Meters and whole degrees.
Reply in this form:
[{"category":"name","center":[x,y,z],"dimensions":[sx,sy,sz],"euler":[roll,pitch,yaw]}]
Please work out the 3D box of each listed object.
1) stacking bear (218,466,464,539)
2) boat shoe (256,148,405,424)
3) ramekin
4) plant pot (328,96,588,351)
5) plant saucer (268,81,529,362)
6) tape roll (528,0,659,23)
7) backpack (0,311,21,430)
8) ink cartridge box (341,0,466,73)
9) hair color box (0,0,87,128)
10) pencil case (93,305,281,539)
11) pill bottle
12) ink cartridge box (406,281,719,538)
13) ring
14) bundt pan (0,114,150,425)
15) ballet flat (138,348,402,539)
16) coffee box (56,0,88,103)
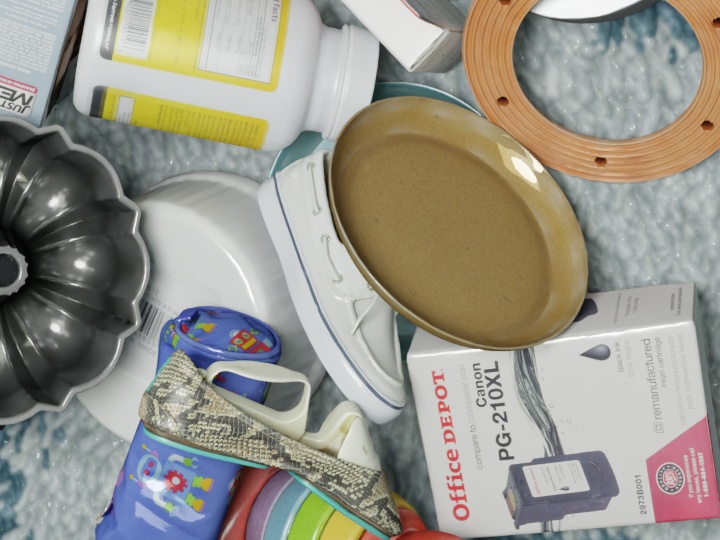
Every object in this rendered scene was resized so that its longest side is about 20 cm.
[{"category":"stacking bear","center":[0.001,0.201,1.271],"dimensions":[0.199,0.121,0.115],"euler":[15,93,40]},{"category":"boat shoe","center":[0.002,0.001,1.242],"dimensions":[0.086,0.074,0.203],"euler":[-34,57,19]},{"category":"ramekin","center":[-0.125,0.034,1.321],"dimensions":[0.198,0.098,0.203],"euler":[5,102,23]},{"category":"plant pot","center":[0.062,-0.028,1.226],"dimensions":[0.200,0.200,0.028],"euler":[46,135,6]},{"category":"plant saucer","center":[0.026,-0.035,1.330],"dimensions":[0.198,0.027,0.203],"euler":[1,94,14]},{"category":"tape roll","center":[0.152,-0.272,1.258],"dimensions":[0.198,0.066,0.203],"euler":[1,96,14]},{"category":"backpack","center":[-0.306,0.003,1.350],"dimensions":[0.181,0.147,0.203],"euler":[3,100,23]},{"category":"ink cartridge box","center":[-0.018,-0.219,1.243],"dimensions":[0.200,0.176,0.045],"euler":[47,105,9]},{"category":"hair color box","center":[-0.210,-0.208,1.238],"dimensions":[0.060,0.099,0.202],"euler":[18,110,-6]},{"category":"pencil case","center":[-0.119,0.122,1.238],"dimensions":[0.086,0.078,0.202],"euler":[21,107,1]},{"category":"pill bottle","center":[-0.092,-0.145,1.262],"dimensions":[0.198,0.112,0.113],"euler":[11,98,-9]},{"category":"ink cartridge box","center":[0.142,0.098,1.269],"dimensions":[0.198,0.084,0.146],"euler":[-7,107,14]},{"category":"ring","center":[0.167,-0.143,1.239],"dimensions":[0.198,0.019,0.202],"euler":[9,133,10]},{"category":"bundt pan","center":[-0.246,-0.002,1.228],"dimensions":[0.200,0.076,0.205],"euler":[-1,94,-23]},{"category":"ballet flat","center":[-0.043,0.105,1.174],"dimensions":[0.199,0.068,0.076],"euler":[27,92,-19]},{"category":"coffee box","center":[-0.199,-0.226,1.341],"dimensions":[0.200,0.080,0.115],"euler":[-39,86,14]}]
